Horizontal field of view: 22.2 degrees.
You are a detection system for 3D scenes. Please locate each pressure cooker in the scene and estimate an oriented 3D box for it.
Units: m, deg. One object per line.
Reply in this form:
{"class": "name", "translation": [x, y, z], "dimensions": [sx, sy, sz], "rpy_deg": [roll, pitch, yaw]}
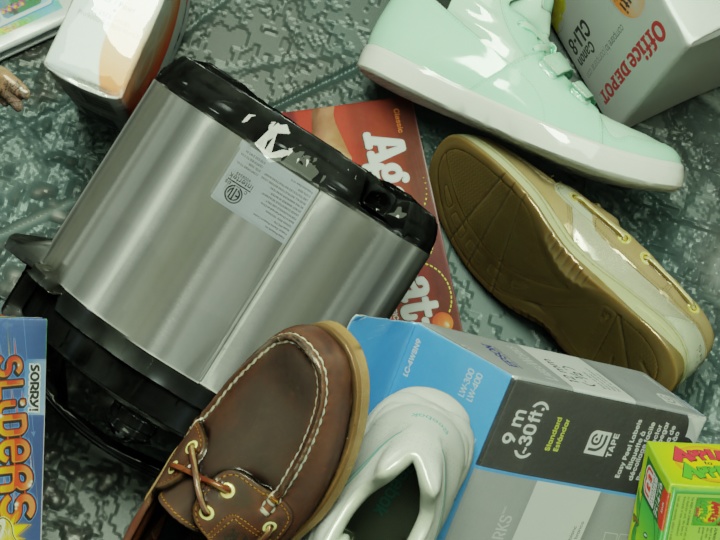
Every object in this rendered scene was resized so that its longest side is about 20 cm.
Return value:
{"class": "pressure cooker", "translation": [-0.079, 0.010, 0.954], "dimensions": [0.176, 0.179, 0.200], "rpy_deg": [33, 92, 39]}

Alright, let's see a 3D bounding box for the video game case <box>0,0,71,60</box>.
{"class": "video game case", "translation": [-0.241, -0.218, 1.084], "dimensions": [0.182, 0.024, 0.200], "rpy_deg": [-28, 81, -16]}

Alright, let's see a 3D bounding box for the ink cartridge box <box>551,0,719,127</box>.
{"class": "ink cartridge box", "translation": [0.182, -0.213, 1.093], "dimensions": [0.144, 0.145, 0.200], "rpy_deg": [-26, 79, -16]}

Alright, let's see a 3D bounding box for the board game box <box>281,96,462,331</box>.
{"class": "board game box", "translation": [0.000, 0.000, 1.064], "dimensions": [0.103, 0.019, 0.200], "rpy_deg": [-9, 75, -13]}

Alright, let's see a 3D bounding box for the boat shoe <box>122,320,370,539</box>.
{"class": "boat shoe", "translation": [-0.063, 0.109, 0.855], "dimensions": [0.070, 0.200, 0.070], "rpy_deg": [-3, 39, -46]}

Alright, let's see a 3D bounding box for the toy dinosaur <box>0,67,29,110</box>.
{"class": "toy dinosaur", "translation": [-0.259, -0.060, 0.962], "dimensions": [0.086, 0.200, 0.135], "rpy_deg": [37, 30, 27]}

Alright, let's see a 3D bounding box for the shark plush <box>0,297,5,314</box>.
{"class": "shark plush", "translation": [-0.253, 0.098, 0.986], "dimensions": [0.083, 0.091, 0.200], "rpy_deg": [40, 48, -17]}

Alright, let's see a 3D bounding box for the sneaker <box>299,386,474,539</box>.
{"class": "sneaker", "translation": [-0.010, 0.152, 0.881], "dimensions": [0.070, 0.080, 0.201], "rpy_deg": [24, 106, 3]}

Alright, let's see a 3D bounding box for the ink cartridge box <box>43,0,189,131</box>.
{"class": "ink cartridge box", "translation": [-0.103, -0.178, 1.002], "dimensions": [0.050, 0.162, 0.200], "rpy_deg": [27, 87, -1]}

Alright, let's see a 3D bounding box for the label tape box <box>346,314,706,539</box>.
{"class": "label tape box", "translation": [0.064, 0.112, 0.946], "dimensions": [0.200, 0.066, 0.144], "rpy_deg": [13, 105, -34]}

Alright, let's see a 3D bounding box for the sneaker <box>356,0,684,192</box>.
{"class": "sneaker", "translation": [0.111, -0.127, 1.053], "dimensions": [0.200, 0.074, 0.118], "rpy_deg": [26, 90, 4]}

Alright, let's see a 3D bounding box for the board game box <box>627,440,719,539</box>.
{"class": "board game box", "translation": [0.187, 0.190, 0.964], "dimensions": [0.101, 0.048, 0.200], "rpy_deg": [3, 113, -10]}

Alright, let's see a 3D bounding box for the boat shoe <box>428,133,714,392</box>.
{"class": "boat shoe", "translation": [0.121, -0.006, 1.064], "dimensions": [0.066, 0.074, 0.200], "rpy_deg": [-24, 65, -44]}

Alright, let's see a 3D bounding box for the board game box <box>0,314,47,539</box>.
{"class": "board game box", "translation": [-0.191, 0.121, 0.905], "dimensions": [0.034, 0.135, 0.200], "rpy_deg": [2, 90, -25]}
